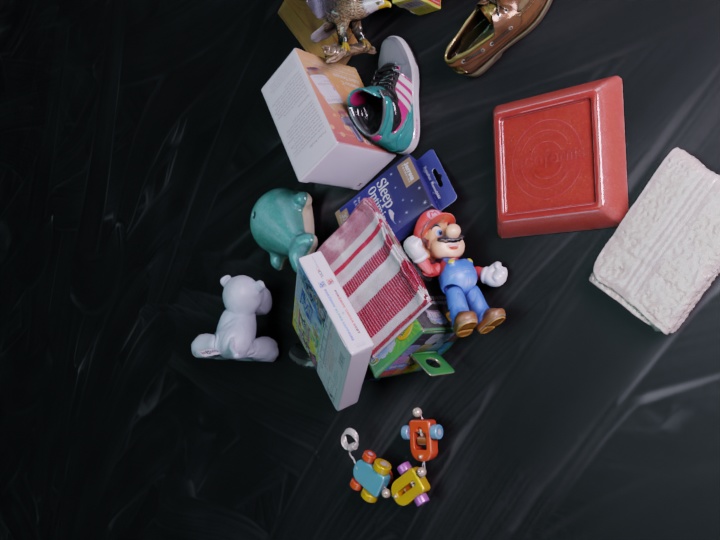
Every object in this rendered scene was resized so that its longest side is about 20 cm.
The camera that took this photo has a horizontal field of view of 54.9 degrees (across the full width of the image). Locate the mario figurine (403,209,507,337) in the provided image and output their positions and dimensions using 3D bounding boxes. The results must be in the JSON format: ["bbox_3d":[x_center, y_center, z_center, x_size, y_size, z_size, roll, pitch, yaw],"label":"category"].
[{"bbox_3d":[0.140,-0.011,1.011,0.106,0.123,0.201,-33,62,18],"label":"mario figurine"}]

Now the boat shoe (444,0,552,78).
[{"bbox_3d":[0.203,-0.366,1.007,0.200,0.068,0.072,-50,57,29],"label":"boat shoe"}]

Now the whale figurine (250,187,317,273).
[{"bbox_3d":[-0.141,-0.074,1.267,0.160,0.103,0.200,-64,30,21],"label":"whale figurine"}]

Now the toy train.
[{"bbox_3d":[0.062,0.306,1.136,0.199,0.055,0.152,-16,77,38],"label":"toy train"}]

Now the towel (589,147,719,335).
[{"bbox_3d":[0.385,-0.033,0.856,0.133,0.034,0.201,44,116,33],"label":"towel"}]

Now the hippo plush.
[{"bbox_3d":[-0.250,0.092,1.350,0.158,0.200,0.162,0,80,21],"label":"hippo plush"}]

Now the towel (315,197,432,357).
[{"bbox_3d":[0.013,0.009,1.042,0.144,0.023,0.201,-47,59,31],"label":"towel"}]

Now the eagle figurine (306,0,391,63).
[{"bbox_3d":[-0.015,-0.453,1.132,0.152,0.149,0.202,-97,2,-67],"label":"eagle figurine"}]

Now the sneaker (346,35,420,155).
[{"bbox_3d":[0.032,-0.295,1.129,0.083,0.120,0.202,-12,80,42],"label":"sneaker"}]

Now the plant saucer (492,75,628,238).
[{"bbox_3d":[0.266,-0.154,0.967,0.199,0.037,0.202,-4,85,43],"label":"plant saucer"}]

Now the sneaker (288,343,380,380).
[{"bbox_3d":[-0.040,0.143,1.230,0.199,0.073,0.083,4,83,34],"label":"sneaker"}]

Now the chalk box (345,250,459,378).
[{"bbox_3d":[0.071,0.085,1.082,0.124,0.124,0.201,-46,59,32],"label":"chalk box"}]

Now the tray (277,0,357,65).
[{"bbox_3d":[-0.078,-0.461,1.293,0.099,0.037,0.201,-50,57,30],"label":"tray"}]

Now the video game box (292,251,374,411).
[{"bbox_3d":[-0.050,0.100,1.102,0.183,0.047,0.201,57,155,26],"label":"video game box"}]

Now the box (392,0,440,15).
[{"bbox_3d":[0.092,-0.523,1.111,0.050,0.075,0.202,2,90,42],"label":"box"}]

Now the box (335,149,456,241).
[{"bbox_3d":[0.052,-0.104,1.123,0.199,0.032,0.122,-37,51,21],"label":"box"}]

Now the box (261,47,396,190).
[{"bbox_3d":[-0.055,-0.254,1.187,0.106,0.152,0.201,-39,65,35],"label":"box"}]
